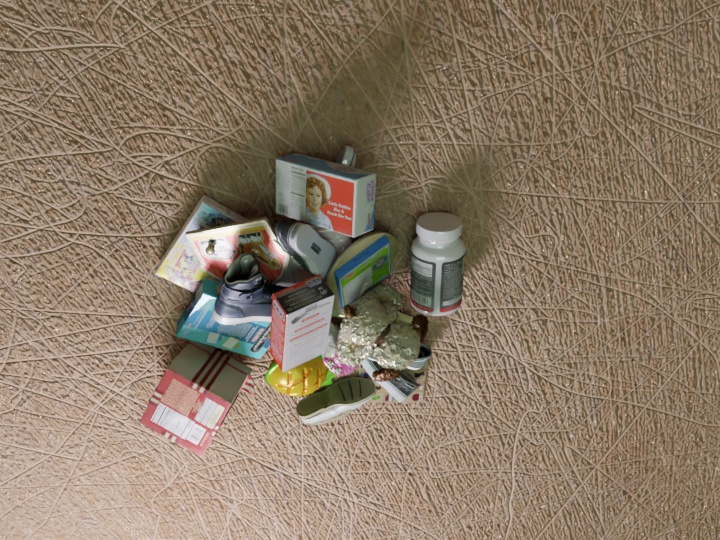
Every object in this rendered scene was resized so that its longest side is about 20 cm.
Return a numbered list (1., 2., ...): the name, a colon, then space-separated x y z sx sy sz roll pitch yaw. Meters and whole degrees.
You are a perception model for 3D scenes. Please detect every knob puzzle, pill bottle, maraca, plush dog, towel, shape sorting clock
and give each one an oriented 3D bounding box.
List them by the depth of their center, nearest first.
1. knob puzzle: -0.237 -0.013 1.444 0.219 0.031 0.220 2 137 2
2. plush dog: 0.049 0.134 1.488 0.172 0.160 0.200 34 84 16
3. towel: -0.109 -0.013 1.502 0.190 0.032 0.200 -9 136 -4
4. shape sorting clock: 0.000 0.000 1.506 0.200 0.039 0.200 -34 152 -21
5. pill bottle: 0.165 -0.014 1.523 0.115 0.116 0.201 -3 120 -5
6. maraca: -0.127 0.235 1.642 0.200 0.107 0.137 16 132 -42

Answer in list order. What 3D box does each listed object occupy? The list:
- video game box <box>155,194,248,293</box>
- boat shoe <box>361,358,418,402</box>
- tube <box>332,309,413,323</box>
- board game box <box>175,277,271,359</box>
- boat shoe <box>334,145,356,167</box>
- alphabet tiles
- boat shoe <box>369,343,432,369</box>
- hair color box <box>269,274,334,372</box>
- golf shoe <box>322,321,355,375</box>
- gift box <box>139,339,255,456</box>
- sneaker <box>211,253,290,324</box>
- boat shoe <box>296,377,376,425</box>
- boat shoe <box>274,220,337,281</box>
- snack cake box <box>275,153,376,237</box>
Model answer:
1. video game box: -0.302 -0.033 1.499 0.182 0.047 0.200 29 112 -25
2. boat shoe: 0.063 0.232 1.678 0.071 0.072 0.200 -40 126 6
3. tube: 0.029 0.098 1.613 0.200 0.058 0.052 20 150 -11
4. board game box: -0.275 0.108 1.538 0.200 0.047 0.151 20 129 -26
5. boat shoe: -0.026 -0.154 1.446 0.086 0.075 0.202 13 120 -13
6. alphabet tiles: 0.079 0.240 1.720 0.167 0.008 0.201 1 119 -6
7. boat shoe: 0.074 0.173 1.627 0.200 0.073 0.062 21 143 -25
8. hair color box: -0.122 0.110 1.449 0.111 0.064 0.200 -22 147 -27
9. golf shoe: -0.080 0.143 1.607 0.075 0.092 0.200 -28 108 19
10. gift box: -0.352 0.285 1.591 0.200 0.187 0.185 34 110 -6
11. sneaker: -0.189 0.033 1.424 0.202 0.077 0.146 -9 136 -30
12. boat shoe: -0.052 0.317 1.717 0.199 0.075 0.068 -18 139 6
13. boat shoe: -0.109 -0.039 1.411 0.072 0.068 0.200 -65 151 -12
14. snack cake box: -0.070 -0.148 1.373 0.200 0.067 0.115 20 118 31
